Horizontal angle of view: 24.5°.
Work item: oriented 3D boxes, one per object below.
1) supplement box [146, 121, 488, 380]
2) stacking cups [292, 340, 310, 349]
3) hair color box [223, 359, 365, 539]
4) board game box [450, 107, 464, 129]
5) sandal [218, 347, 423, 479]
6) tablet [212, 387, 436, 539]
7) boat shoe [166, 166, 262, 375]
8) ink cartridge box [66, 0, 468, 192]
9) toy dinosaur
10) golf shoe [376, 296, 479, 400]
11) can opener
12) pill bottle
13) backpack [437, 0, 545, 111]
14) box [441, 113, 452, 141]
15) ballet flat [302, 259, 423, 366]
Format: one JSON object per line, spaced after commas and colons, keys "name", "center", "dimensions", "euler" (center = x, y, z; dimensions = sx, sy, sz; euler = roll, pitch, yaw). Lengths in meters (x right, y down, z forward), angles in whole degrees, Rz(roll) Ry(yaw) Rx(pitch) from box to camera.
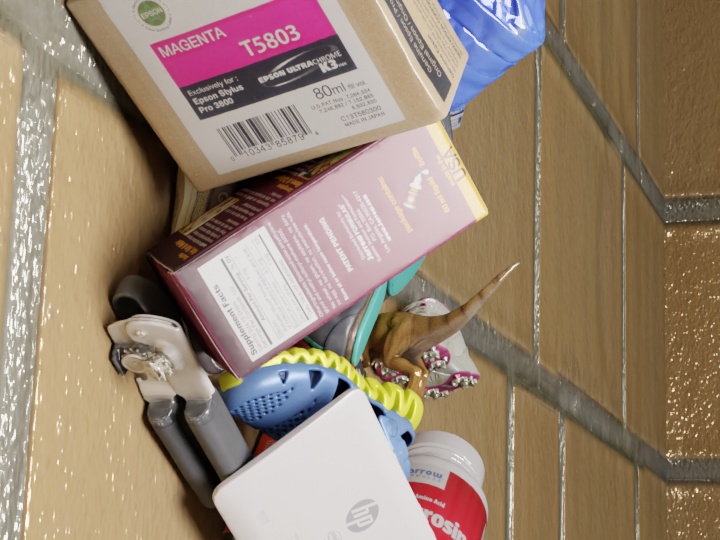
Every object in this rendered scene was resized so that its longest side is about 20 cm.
{"name": "supplement box", "center": [-0.031, -0.024, 1.094], "dimensions": [0.086, 0.199, 0.110], "euler": [59, -10, -15]}
{"name": "stacking cups", "center": [-0.028, 0.033, 1.344], "dimensions": [0.200, 0.060, 0.061], "euler": [-53, 136, -56]}
{"name": "hair color box", "center": [-0.040, 0.166, 1.299], "dimensions": [0.201, 0.061, 0.102], "euler": [-69, 150, -48]}
{"name": "board game box", "center": [0.060, -0.204, 1.346], "dimensions": [0.201, 0.061, 0.201], "euler": [-112, -153, -51]}
{"name": "sandal", "center": [-0.022, 0.115, 1.208], "dimensions": [0.199, 0.079, 0.088], "euler": [22, 54, -42]}
{"name": "tablet", "center": [-0.018, 0.186, 1.196], "dimensions": [0.130, 0.014, 0.201], "euler": [-35, 130, -13]}
{"name": "boat shoe", "center": [-0.093, -0.026, 1.167], "dimensions": [0.072, 0.064, 0.202], "euler": [34, 57, -70]}
{"name": "ink cartridge box", "center": [-0.058, -0.152, 1.044], "dimensions": [0.165, 0.199, 0.075], "euler": [55, 37, -30]}
{"name": "toy dinosaur", "center": [0.041, 0.058, 1.378], "dimensions": [0.060, 0.199, 0.107], "euler": [4, 80, -47]}
{"name": "golf shoe", "center": [0.054, 0.064, 1.591], "dimensions": [0.200, 0.075, 0.092], "euler": [40, 34, -67]}
{"name": "can opener", "center": [-0.112, 0.087, 1.117], "dimensions": [0.067, 0.052, 0.201], "euler": [-73, 153, -42]}
{"name": "pill bottle", "center": [0.051, 0.238, 1.472], "dimensions": [0.200, 0.111, 0.113], "euler": [-67, 148, -52]}
{"name": "backpack", "center": [0.044, -0.215, 1.119], "dimensions": [0.200, 0.167, 0.163], "euler": [44, 34, -23]}
{"name": "box", "center": [-0.016, -0.182, 1.254], "dimensions": [0.121, 0.106, 0.202], "euler": [1, 78, -33]}
{"name": "ballet flat", "center": [0.000, 0.000, 1.285], "dimensions": [0.200, 0.073, 0.074], "euler": [-56, 139, -50]}
